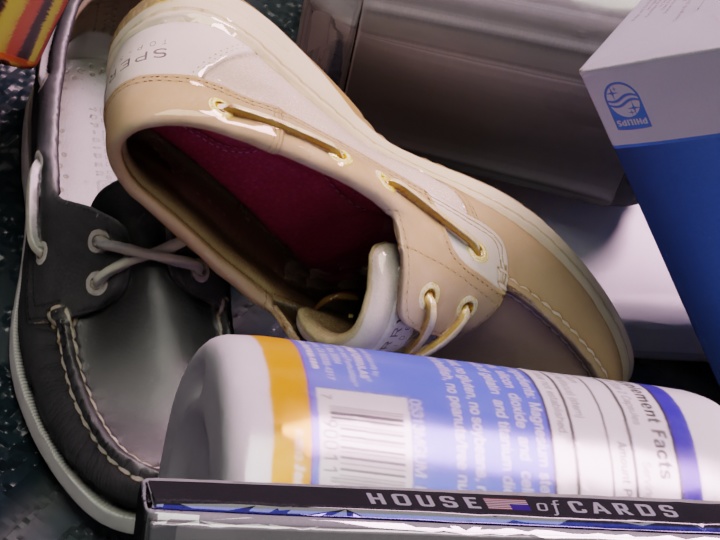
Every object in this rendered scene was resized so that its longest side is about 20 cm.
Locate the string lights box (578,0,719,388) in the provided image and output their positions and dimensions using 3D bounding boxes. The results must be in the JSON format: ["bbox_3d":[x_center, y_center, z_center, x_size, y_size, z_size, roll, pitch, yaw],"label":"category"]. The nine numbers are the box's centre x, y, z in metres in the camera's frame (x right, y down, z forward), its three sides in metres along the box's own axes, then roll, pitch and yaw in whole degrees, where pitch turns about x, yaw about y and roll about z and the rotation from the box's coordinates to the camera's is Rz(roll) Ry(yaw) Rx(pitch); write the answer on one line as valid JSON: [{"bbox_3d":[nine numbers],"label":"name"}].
[{"bbox_3d":[0.148,-0.004,0.725,0.059,0.201,0.103,-6,30,41],"label":"string lights box"}]

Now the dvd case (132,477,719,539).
[{"bbox_3d":[0.035,0.128,0.603,0.198,0.151,0.025,4,19,-12],"label":"dvd case"}]

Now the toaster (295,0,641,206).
[{"bbox_3d":[0.049,-0.108,0.799,0.128,0.114,0.201,10,58,-2],"label":"toaster"}]

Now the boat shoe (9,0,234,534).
[{"bbox_3d":[-0.071,-0.011,0.750,0.073,0.061,0.201,4,49,-14],"label":"boat shoe"}]

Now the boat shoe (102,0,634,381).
[{"bbox_3d":[0.000,0.000,0.719,0.200,0.074,0.069,36,36,-18],"label":"boat shoe"}]

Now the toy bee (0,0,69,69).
[{"bbox_3d":[-0.135,-0.116,0.794,0.108,0.131,0.201,19,32,-41],"label":"toy bee"}]

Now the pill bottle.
[{"bbox_3d":[0.046,0.084,0.663,0.199,0.112,0.113,8,47,-15],"label":"pill bottle"}]

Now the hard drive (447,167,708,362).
[{"bbox_3d":[0.120,-0.024,0.840,0.199,0.027,0.133,4,48,-13],"label":"hard drive"}]
